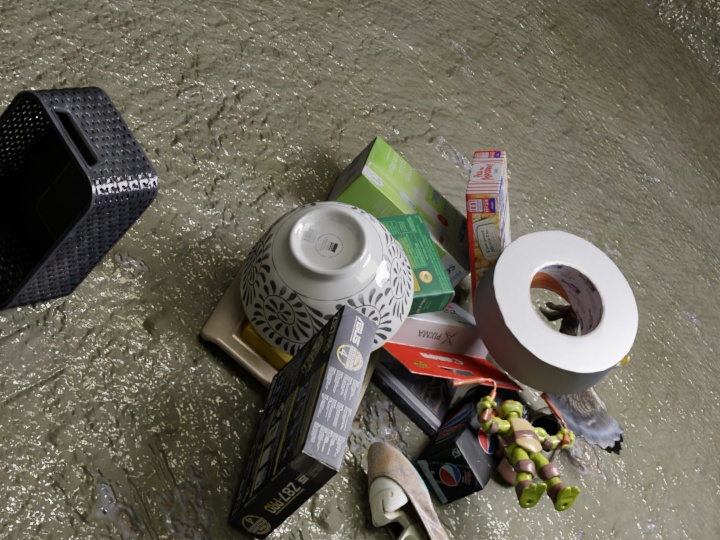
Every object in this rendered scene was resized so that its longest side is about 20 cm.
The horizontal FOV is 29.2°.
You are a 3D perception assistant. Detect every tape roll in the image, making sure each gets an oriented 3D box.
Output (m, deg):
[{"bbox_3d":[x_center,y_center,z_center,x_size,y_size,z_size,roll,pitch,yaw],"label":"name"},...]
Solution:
[{"bbox_3d":[0.245,0.051,1.731,0.198,0.066,0.202,10,58,-17],"label":"tape roll"}]

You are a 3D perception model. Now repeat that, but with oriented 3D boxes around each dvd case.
[{"bbox_3d":[0.069,0.106,1.778,0.149,0.016,0.200,45,32,-6],"label":"dvd case"}]

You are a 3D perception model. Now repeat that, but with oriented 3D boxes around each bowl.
[{"bbox_3d":[-0.036,-0.009,1.531,0.198,0.095,0.202,2,57,-2],"label":"bowl"}]

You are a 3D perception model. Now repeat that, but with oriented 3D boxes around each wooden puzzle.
[{"bbox_3d":[-0.073,0.080,1.600,0.199,0.037,0.185,38,34,-8],"label":"wooden puzzle"}]

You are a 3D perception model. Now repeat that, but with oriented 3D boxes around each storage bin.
[{"bbox_3d":[-0.305,-0.069,1.339,0.093,0.200,0.136,-16,67,-54],"label":"storage bin"}]

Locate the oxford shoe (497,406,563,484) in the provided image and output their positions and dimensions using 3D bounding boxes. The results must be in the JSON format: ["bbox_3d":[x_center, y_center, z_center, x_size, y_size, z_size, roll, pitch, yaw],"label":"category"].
[{"bbox_3d":[0.242,0.218,1.809,0.071,0.074,0.200,49,28,4],"label":"oxford shoe"}]

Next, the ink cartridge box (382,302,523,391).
[{"bbox_3d":[0.091,0.080,1.705,0.199,0.044,0.173,12,15,-39],"label":"ink cartridge box"}]

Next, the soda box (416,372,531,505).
[{"bbox_3d":[0.142,0.205,1.705,0.071,0.063,0.200,59,30,-6],"label":"soda box"}]

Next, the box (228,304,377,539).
[{"bbox_3d":[-0.059,0.153,1.409,0.049,0.161,0.201,29,43,-13],"label":"box"}]

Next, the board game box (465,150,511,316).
[{"bbox_3d":[0.175,-0.040,1.857,0.152,0.046,0.202,-70,156,-62],"label":"board game box"}]

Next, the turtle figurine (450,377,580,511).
[{"bbox_3d":[0.188,0.208,1.646,0.199,0.064,0.162,25,31,-36],"label":"turtle figurine"}]

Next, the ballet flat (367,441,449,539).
[{"bbox_3d":[0.053,0.281,1.526,0.067,0.068,0.201,-15,66,-47],"label":"ballet flat"}]

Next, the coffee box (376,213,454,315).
[{"bbox_3d":[0.000,0.000,1.635,0.198,0.044,0.124,-8,59,-25],"label":"coffee box"}]

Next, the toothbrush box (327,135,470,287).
[{"bbox_3d":[0.058,-0.066,1.874,0.200,0.086,0.146,44,25,-10],"label":"toothbrush box"}]

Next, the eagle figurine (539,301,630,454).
[{"bbox_3d":[0.287,0.141,1.824,0.150,0.151,0.202,4,80,-29],"label":"eagle figurine"}]
